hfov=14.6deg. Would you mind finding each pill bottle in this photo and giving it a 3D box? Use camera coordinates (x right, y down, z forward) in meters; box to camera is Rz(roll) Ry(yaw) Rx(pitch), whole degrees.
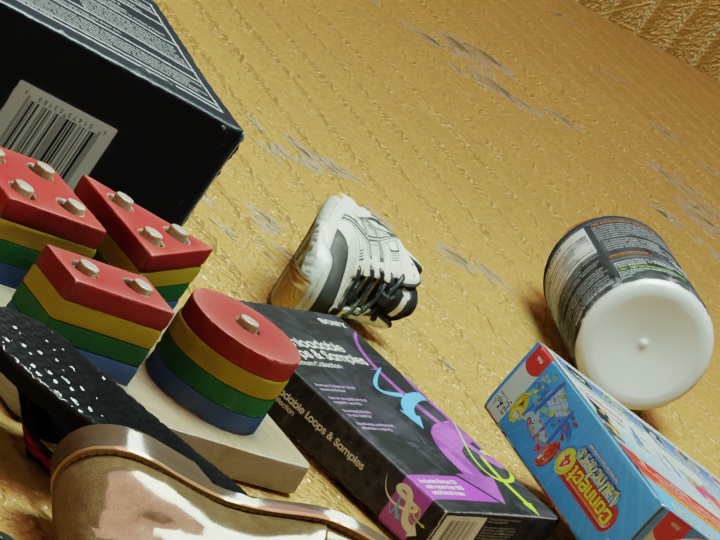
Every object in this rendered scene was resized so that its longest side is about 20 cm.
[{"bbox_3d":[0.198,0.022,2.142,0.106,0.106,0.200,30,14,-15],"label":"pill bottle"}]

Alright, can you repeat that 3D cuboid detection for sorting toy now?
[{"bbox_3d":[-0.131,0.015,1.483,0.199,0.070,0.200,21,19,-44],"label":"sorting toy"}]

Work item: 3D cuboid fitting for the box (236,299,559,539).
[{"bbox_3d":[0.008,0.090,1.620,0.200,0.036,0.143,40,14,27],"label":"box"}]

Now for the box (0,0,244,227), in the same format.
[{"bbox_3d":[-0.201,-0.115,1.652,0.200,0.123,0.198,28,16,-30],"label":"box"}]

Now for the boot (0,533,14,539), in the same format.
[{"bbox_3d":[-0.080,0.173,1.071,0.200,0.068,0.131,43,9,7],"label":"boot"}]

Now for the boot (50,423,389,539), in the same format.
[{"bbox_3d":[-0.052,0.142,1.271,0.200,0.074,0.076,24,35,-23],"label":"boot"}]

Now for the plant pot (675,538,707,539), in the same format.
[{"bbox_3d":[0.145,0.224,1.177,0.200,0.183,0.200,30,14,-8],"label":"plant pot"}]

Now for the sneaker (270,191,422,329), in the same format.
[{"bbox_3d":[0.000,0.000,1.826,0.088,0.076,0.200,34,14,1],"label":"sneaker"}]

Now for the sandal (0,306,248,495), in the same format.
[{"bbox_3d":[-0.120,0.087,1.339,0.200,0.045,0.075,42,12,-34],"label":"sandal"}]

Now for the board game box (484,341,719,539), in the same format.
[{"bbox_3d":[0.189,0.157,1.701,0.200,0.056,0.196,37,10,-31],"label":"board game box"}]
